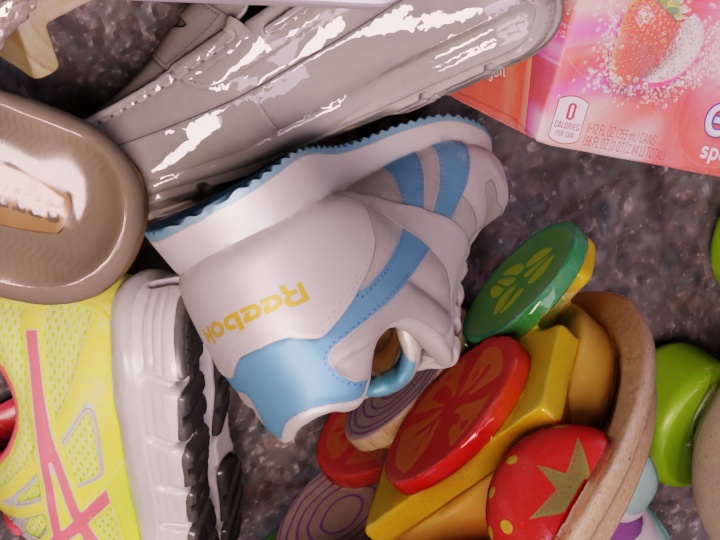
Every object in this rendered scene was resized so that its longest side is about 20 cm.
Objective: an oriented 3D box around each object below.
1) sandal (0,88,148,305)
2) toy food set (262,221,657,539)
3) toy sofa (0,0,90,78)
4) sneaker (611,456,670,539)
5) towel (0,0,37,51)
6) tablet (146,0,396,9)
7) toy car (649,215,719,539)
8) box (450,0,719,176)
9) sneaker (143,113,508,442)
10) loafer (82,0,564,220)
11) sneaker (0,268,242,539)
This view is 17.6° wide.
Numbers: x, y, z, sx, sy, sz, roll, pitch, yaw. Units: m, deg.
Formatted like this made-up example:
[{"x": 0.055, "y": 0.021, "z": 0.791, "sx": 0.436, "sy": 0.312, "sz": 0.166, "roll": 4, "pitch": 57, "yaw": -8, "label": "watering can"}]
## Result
[{"x": -0.160, "y": -0.034, "z": 0.691, "sx": 0.199, "sy": 0.054, "sz": 0.081, "roll": 14, "pitch": 97, "yaw": -10, "label": "sandal"}, {"x": 0.019, "y": 0.079, "z": 0.768, "sx": 0.049, "sy": 0.198, "sz": 0.200, "roll": 40, "pitch": 123, "yaw": -15, "label": "toy food set"}, {"x": -0.049, "y": -0.150, "z": 0.720, "sx": 0.200, "sy": 0.083, "sz": 0.098, "roll": -29, "pitch": 122, "yaw": -18, "label": "toy sofa"}, {"x": 0.049, "y": 0.119, "z": 0.892, "sx": 0.140, "sy": 0.078, "sz": 0.200, "roll": -37, "pitch": 123, "yaw": -14, "label": "sneaker"}, {"x": -0.127, "y": -0.117, "z": 0.633, "sx": 0.200, "sy": 0.133, "sz": 0.034, "roll": -50, "pitch": 156, "yaw": 7, "label": "towel"}, {"x": -0.053, "y": -0.174, "z": 0.673, "sx": 0.130, "sy": 0.014, "sz": 0.201, "roll": 0, "pitch": 78, "yaw": -14, "label": "tablet"}, {"x": 0.233, "y": 0.072, "z": 0.945, "sx": 0.200, "sy": 0.164, "sz": 0.158, "roll": 27, "pitch": 95, "yaw": -48, "label": "toy car"}, {"x": 0.130, "y": -0.091, "z": 0.843, "sx": 0.200, "sy": 0.095, "sz": 0.103, "roll": 9, "pitch": 104, "yaw": -33, "label": "box"}, {"x": 0.000, "y": 0.000, "z": 0.767, "sx": 0.081, "sy": 0.076, "sz": 0.200, "roll": 65, "pitch": 27, "yaw": 1, "label": "sneaker"}, {"x": -0.033, "y": -0.068, "z": 0.756, "sx": 0.200, "sy": 0.070, "sz": 0.070, "roll": -23, "pitch": 89, "yaw": 4, "label": "loafer"}, {"x": -0.091, "y": 0.075, "z": 0.802, "sx": 0.090, "sy": 0.078, "sz": 0.200, "roll": 9, "pitch": 126, "yaw": 8, "label": "sneaker"}]
